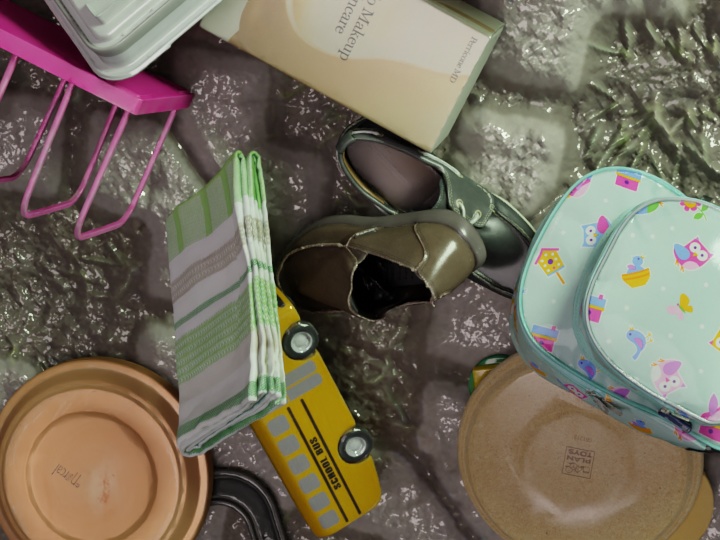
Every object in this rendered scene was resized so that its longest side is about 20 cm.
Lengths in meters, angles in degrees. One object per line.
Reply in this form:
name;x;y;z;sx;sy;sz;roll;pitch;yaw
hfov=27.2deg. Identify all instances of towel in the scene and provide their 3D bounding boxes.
towel;-0.112;0.026;1.129;0.149;0.031;0.200;-34;57;49

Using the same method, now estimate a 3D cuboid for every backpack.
backpack;0.208;0.023;1.062;0.200;0.153;0.176;25;85;12

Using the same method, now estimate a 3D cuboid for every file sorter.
file sorter;-0.257;-0.122;1.139;0.200;0.139;0.126;27;101;5

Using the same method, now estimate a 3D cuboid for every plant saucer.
plant saucer;-0.225;0.174;1.268;0.200;0.032;0.201;1;95;10

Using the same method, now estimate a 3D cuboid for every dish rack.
dish rack;-0.148;-0.250;1.066;0.200;0.044;0.172;-39;57;3

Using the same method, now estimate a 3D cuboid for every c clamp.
c clamp;-0.139;0.251;1.299;0.171;0.027;0.200;-20;100;13

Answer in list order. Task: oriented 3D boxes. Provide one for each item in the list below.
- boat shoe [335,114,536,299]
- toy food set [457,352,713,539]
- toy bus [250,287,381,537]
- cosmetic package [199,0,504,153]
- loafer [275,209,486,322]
boat shoe;0.063;-0.042;1.134;0.200;0.068;0.072;40;107;-3
toy food set;0.175;0.141;1.172;0.200;0.049;0.198;-5;105;16
toy bus;-0.050;0.109;1.176;0.078;0.065;0.200;-30;118;-8
cosmetic package;-0.006;-0.182;1.105;0.200;0.071;0.105;28;111;4
loafer;0.000;0.000;1.126;0.200;0.071;0.073;-14;118;46
